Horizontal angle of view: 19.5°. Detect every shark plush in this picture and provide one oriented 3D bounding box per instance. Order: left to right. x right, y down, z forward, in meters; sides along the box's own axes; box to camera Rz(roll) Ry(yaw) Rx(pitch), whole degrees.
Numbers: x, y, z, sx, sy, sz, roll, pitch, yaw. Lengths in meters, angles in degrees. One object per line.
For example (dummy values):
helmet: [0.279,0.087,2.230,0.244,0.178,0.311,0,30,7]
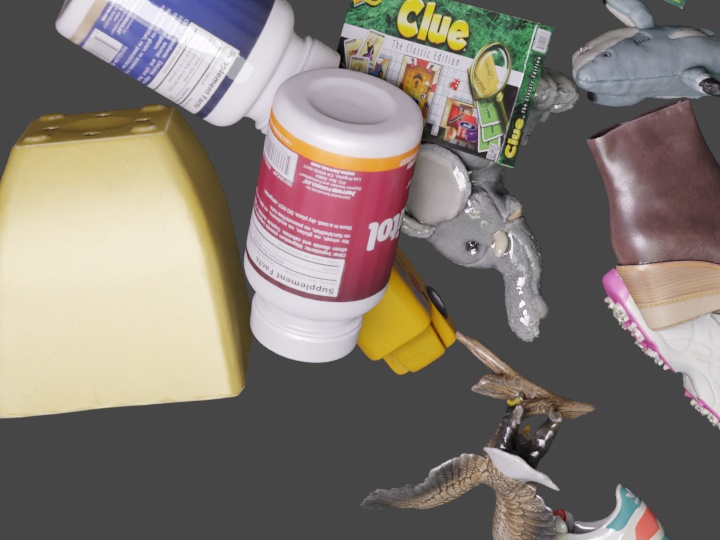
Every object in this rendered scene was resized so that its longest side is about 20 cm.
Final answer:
shark plush: [0.257,-0.144,1.619,0.198,0.083,0.091,17,109,-10]

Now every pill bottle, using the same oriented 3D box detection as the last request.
pill bottle: [-0.119,-0.179,1.581,0.199,0.111,0.111,30,110,-14]
pill bottle: [-0.025,-0.038,1.553,0.112,0.113,0.201,9,122,-5]

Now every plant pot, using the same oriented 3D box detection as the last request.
plant pot: [-0.193,-0.018,1.615,0.194,0.194,0.202,-6,105,1]

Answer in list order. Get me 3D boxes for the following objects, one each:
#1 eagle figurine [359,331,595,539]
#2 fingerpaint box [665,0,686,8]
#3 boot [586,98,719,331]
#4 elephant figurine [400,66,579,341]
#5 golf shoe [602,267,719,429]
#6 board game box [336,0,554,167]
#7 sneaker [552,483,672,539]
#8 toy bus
eagle figurine: [0.108,0.173,1.730,0.150,0.152,0.201,3,126,-43]
fingerpaint box: [0.186,-0.314,1.549,0.199,0.073,0.168,23,111,-11]
boot: [0.285,-0.057,1.665,0.199,0.072,0.168,-18,96,-19]
elephant figurine: [0.078,-0.069,1.616,0.141,0.155,0.201,9,106,-27]
golf shoe: [0.280,0.053,1.723,0.092,0.075,0.200,-44,113,3]
board game box: [0.053,-0.150,1.553,0.023,0.199,0.106,13,96,-44]
sneaker: [0.173,0.258,1.814,0.199,0.070,0.094,-33,93,15]
toy bus: [0.000,0.000,1.681,0.065,0.078,0.200,-32,111,12]
